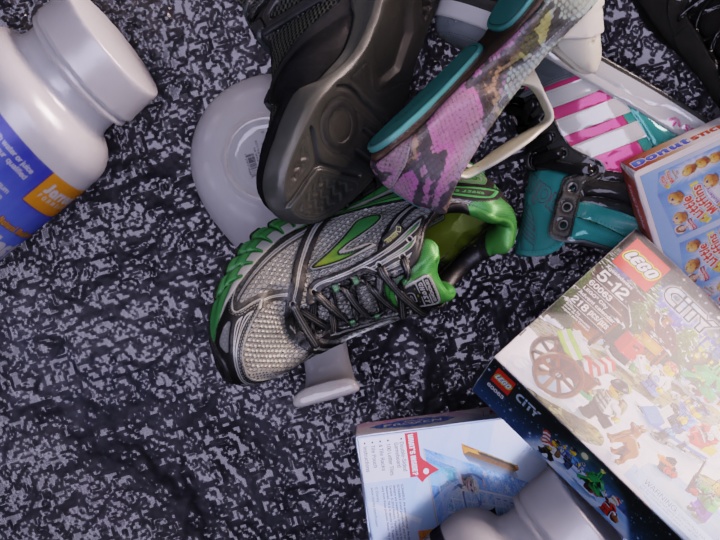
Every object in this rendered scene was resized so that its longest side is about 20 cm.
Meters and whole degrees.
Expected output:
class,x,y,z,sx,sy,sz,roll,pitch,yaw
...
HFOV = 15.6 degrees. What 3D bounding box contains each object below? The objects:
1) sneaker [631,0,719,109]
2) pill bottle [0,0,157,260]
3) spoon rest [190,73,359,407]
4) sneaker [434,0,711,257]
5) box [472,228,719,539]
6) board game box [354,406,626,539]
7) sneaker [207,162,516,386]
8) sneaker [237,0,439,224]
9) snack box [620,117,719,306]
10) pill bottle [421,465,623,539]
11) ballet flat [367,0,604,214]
class,x,y,z,sx,sy,sz,roll,pitch,yaw
sneaker,0.223,-0.124,1.507,0.076,0.091,0.200,-40,91,9
pill bottle,-0.219,-0.071,1.539,0.200,0.112,0.112,-38,92,8
spoon rest,-0.041,-0.018,1.566,0.099,0.061,0.201,-14,82,5
sneaker,0.110,-0.069,1.530,0.199,0.084,0.121,30,89,0
box,0.177,0.088,1.438,0.200,0.038,0.136,44,55,9
board game box,0.107,0.175,1.515,0.198,0.041,0.202,-7,97,3
sneaker,0.000,0.000,1.478,0.199,0.085,0.078,-36,128,-17
sneaker,-0.031,-0.114,1.508,0.114,0.076,0.201,0,62,40
snack box,0.211,0.015,1.517,0.071,0.024,0.201,-23,115,-8
pill bottle,0.056,0.202,1.443,0.200,0.111,0.111,-41,92,7
ballet flat,0.088,-0.115,1.461,0.071,0.069,0.200,40,91,-14
